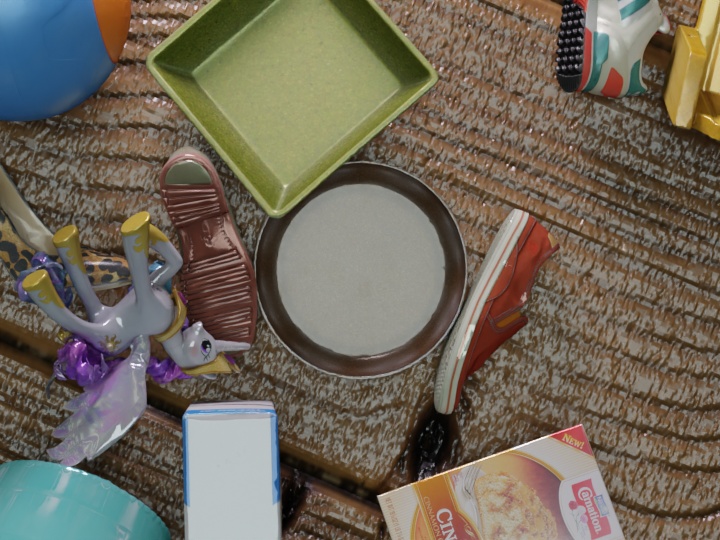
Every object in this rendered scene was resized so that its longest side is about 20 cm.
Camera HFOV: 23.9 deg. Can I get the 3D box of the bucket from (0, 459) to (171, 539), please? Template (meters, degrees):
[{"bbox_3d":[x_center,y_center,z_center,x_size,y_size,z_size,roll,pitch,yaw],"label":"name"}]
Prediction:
[{"bbox_3d":[-0.269,0.269,1.484,0.206,0.208,0.136,20,57,0],"label":"bucket"}]

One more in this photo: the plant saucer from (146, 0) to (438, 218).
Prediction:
[{"bbox_3d":[-0.062,-0.178,1.562,0.200,0.048,0.200,-40,78,-1],"label":"plant saucer"}]

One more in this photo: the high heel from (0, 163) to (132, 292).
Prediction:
[{"bbox_3d":[-0.294,-0.054,1.557,0.198,0.071,0.144,4,96,9],"label":"high heel"}]

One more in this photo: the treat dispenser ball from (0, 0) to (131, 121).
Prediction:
[{"bbox_3d":[-0.302,-0.233,1.497,0.199,0.201,0.203,0,89,0],"label":"treat dispenser ball"}]

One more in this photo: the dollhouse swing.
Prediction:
[{"bbox_3d":[0.394,-0.207,1.527,0.198,0.182,0.177,15,109,0],"label":"dollhouse swing"}]

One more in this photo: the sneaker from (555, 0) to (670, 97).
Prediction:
[{"bbox_3d":[0.243,-0.256,1.577,0.093,0.070,0.202,10,87,-18],"label":"sneaker"}]

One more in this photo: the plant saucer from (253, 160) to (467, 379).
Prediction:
[{"bbox_3d":[0.000,0.000,1.581,0.198,0.032,0.202,0,88,-1],"label":"plant saucer"}]

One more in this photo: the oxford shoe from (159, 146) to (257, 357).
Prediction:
[{"bbox_3d":[-0.134,-0.020,1.565,0.070,0.074,0.202,-9,109,1],"label":"oxford shoe"}]

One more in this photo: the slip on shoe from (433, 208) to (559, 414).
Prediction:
[{"bbox_3d":[0.123,0.043,1.565,0.061,0.074,0.201,27,84,-3],"label":"slip on shoe"}]

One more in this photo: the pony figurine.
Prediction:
[{"bbox_3d":[-0.215,0.056,1.494,0.192,0.167,0.201,-29,125,1],"label":"pony figurine"}]

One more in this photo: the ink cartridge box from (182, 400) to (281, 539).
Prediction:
[{"bbox_3d":[-0.112,0.191,1.495,0.083,0.200,0.147,-2,90,-3],"label":"ink cartridge box"}]

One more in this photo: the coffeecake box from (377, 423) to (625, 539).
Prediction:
[{"bbox_3d":[0.134,0.249,1.539,0.198,0.073,0.155,-19,72,-1],"label":"coffeecake box"}]
